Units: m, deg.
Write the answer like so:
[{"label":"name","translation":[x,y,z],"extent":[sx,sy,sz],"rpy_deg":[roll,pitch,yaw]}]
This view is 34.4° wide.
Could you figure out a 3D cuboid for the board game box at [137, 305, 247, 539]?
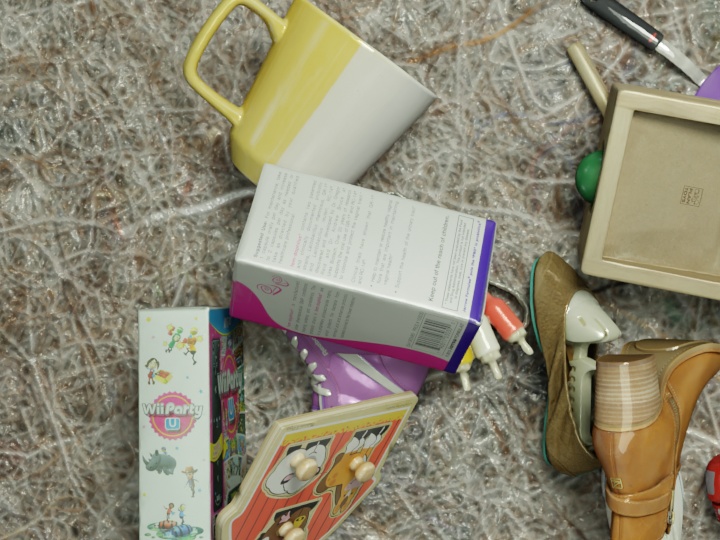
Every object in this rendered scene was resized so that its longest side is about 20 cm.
[{"label":"board game box","translation":[-0.143,0.131,1.012],"extent":[0.064,0.148,0.201],"rpy_deg":[-2,89,5]}]

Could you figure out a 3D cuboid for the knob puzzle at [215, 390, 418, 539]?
[{"label":"knob puzzle","translation":[-0.042,0.200,0.990],"extent":[0.030,0.220,0.220],"rpy_deg":[41,92,30]}]

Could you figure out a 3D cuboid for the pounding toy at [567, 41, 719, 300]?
[{"label":"pounding toy","translation":[0.263,-0.089,1.011],"extent":[0.199,0.142,0.185],"rpy_deg":[11,104,7]}]

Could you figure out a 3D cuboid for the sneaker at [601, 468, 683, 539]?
[{"label":"sneaker","translation":[0.254,0.232,1.020],"extent":[0.073,0.071,0.201],"rpy_deg":[-6,88,4]}]

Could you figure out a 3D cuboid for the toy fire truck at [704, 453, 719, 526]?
[{"label":"toy fire truck","translation":[0.392,0.136,1.024],"extent":[0.200,0.049,0.141],"rpy_deg":[-17,87,4]}]

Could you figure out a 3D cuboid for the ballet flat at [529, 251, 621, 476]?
[{"label":"ballet flat","translation":[0.194,0.082,1.023],"extent":[0.072,0.068,0.201],"rpy_deg":[-3,89,48]}]

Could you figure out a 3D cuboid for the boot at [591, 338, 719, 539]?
[{"label":"boot","translation":[0.256,0.139,0.977],"extent":[0.077,0.200,0.156],"rpy_deg":[-2,95,33]}]

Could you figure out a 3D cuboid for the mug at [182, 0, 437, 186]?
[{"label":"mug","translation":[-0.051,-0.146,1.024],"extent":[0.186,0.149,0.153],"rpy_deg":[38,100,9]}]

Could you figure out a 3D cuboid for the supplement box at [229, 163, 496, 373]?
[{"label":"supplement box","translation":[0.000,0.000,0.966],"extent":[0.200,0.101,0.104],"rpy_deg":[14,60,-3]}]

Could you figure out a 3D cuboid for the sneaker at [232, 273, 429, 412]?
[{"label":"sneaker","translation":[-0.042,0.073,1.046],"extent":[0.200,0.073,0.114],"rpy_deg":[29,94,4]}]

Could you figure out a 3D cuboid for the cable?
[{"label":"cable","translation":[0.086,0.004,1.048],"extent":[0.097,0.050,0.200],"rpy_deg":[-29,85,-10]}]

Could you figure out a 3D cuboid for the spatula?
[{"label":"spatula","translation":[0.282,-0.195,1.054],"extent":[0.200,0.021,0.057],"rpy_deg":[38,93,5]}]
